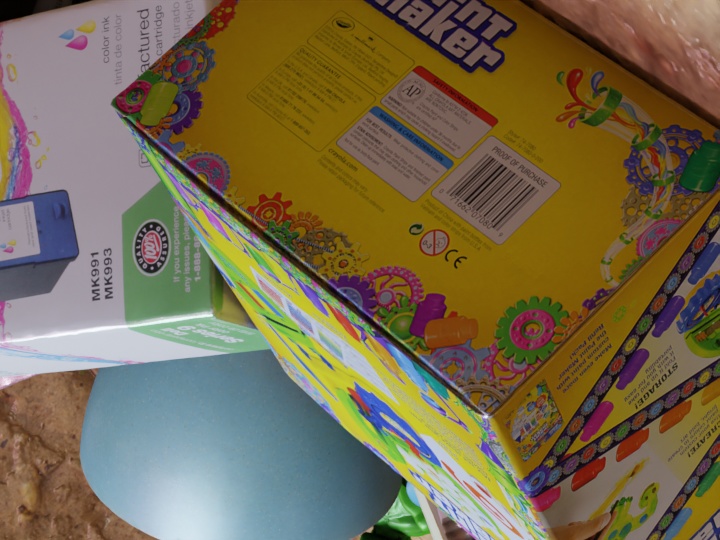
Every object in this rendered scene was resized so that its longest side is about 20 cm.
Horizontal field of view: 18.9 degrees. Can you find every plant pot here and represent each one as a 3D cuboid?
[{"bbox_3d":[-0.066,0.058,1.303,0.200,0.200,0.135,38,132,41],"label":"plant pot"}]

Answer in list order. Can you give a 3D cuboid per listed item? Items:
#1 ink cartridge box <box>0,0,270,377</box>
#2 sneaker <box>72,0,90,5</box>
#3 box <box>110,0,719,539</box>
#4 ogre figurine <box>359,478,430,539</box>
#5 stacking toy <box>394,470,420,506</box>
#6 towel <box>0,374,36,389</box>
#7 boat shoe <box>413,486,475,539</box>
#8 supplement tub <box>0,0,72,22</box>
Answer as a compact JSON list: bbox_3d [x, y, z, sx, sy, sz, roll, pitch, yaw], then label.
[{"bbox_3d":[-0.122,-0.034,0.945,0.200,0.146,0.087,-7,168,32],"label":"ink cartridge box"},{"bbox_3d":[-0.201,-0.157,1.184,0.199,0.114,0.076,45,167,21],"label":"sneaker"},{"bbox_3d":[0.044,0.004,0.780,0.200,0.122,0.193,39,166,35],"label":"box"},{"bbox_3d":[0.020,0.145,1.447,0.120,0.200,0.098,46,-139,-63],"label":"ogre figurine"},{"bbox_3d":[0.029,0.067,1.208,0.200,0.085,0.085,52,170,8],"label":"stacking toy"},{"bbox_3d":[-0.149,-0.026,1.074,0.200,0.023,0.144,-20,110,35],"label":"towel"},{"bbox_3d":[0.058,0.104,1.020,0.075,0.075,0.203,91,172,-71],"label":"boat shoe"},{"bbox_3d":[-0.235,-0.156,0.995,0.123,0.123,0.200,40,-163,31],"label":"supplement tub"}]
